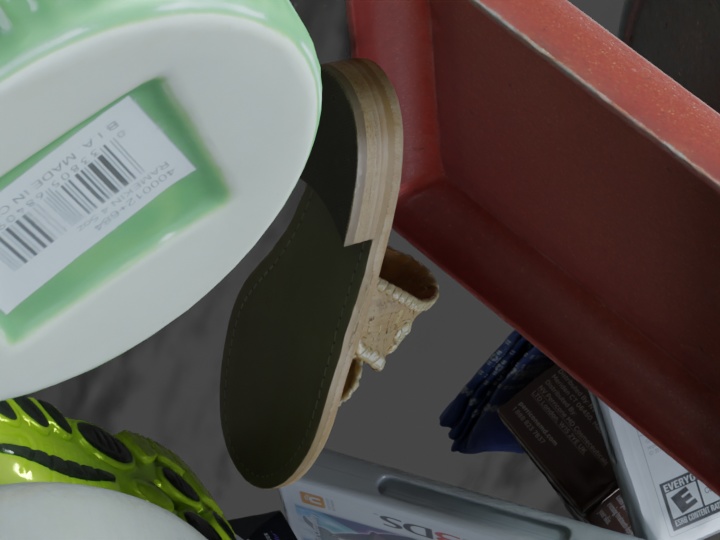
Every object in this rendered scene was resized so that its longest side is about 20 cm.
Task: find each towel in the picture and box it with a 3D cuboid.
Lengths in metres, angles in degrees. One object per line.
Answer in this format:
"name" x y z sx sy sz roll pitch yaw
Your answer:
"towel" 0.136 0.016 1.338 0.200 0.024 0.145 -49 150 21

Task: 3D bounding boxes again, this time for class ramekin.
"ramekin" -0.109 -0.049 0.894 0.200 0.098 0.200 -27 150 -17

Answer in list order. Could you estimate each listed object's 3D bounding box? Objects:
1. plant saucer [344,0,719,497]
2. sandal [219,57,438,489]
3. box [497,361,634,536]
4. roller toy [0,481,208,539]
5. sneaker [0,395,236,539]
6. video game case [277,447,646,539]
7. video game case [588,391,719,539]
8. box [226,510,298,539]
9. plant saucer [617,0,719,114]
"plant saucer" 0.078 -0.030 1.035 0.037 0.200 0.200 -42 154 -20
"sandal" 0.003 0.004 1.117 0.070 0.078 0.212 -12 138 -27
"box" 0.167 0.040 1.320 0.200 0.075 0.100 -38 152 0
"roller toy" -0.124 0.185 1.065 0.200 0.140 0.183 -25 134 9
"sneaker" -0.113 0.109 1.157 0.084 0.074 0.200 -40 140 15
"video game case" 0.058 0.154 1.318 0.200 0.182 0.023 78 30 -59
"video game case" 0.186 0.005 1.238 0.200 0.022 0.182 -22 107 -10
"box" -0.087 0.224 1.287 0.115 0.132 0.200 -7 140 -36
"plant saucer" 0.134 -0.060 1.053 0.039 0.201 0.201 -7 142 -19
